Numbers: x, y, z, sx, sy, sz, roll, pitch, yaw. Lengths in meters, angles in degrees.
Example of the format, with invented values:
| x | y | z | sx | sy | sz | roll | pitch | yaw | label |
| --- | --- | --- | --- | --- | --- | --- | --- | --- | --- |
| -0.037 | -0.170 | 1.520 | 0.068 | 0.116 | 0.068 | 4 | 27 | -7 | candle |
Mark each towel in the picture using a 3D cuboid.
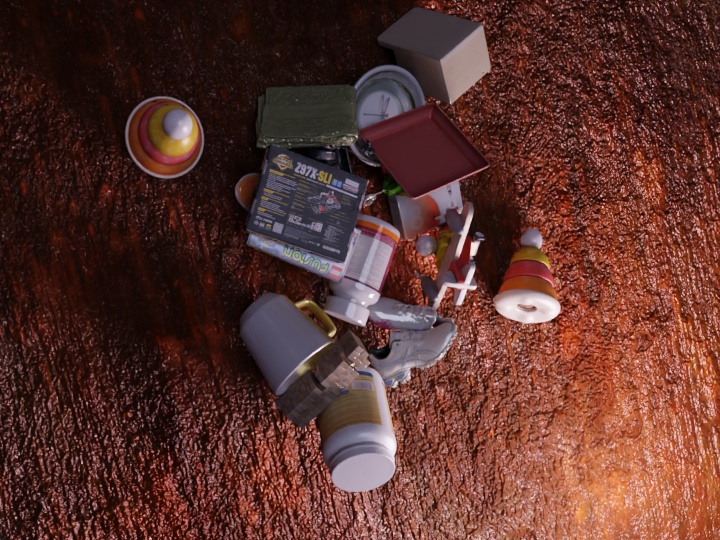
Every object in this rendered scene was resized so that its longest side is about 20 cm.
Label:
| x | y | z | sx | sy | sz | roll | pitch | yaw | label |
| --- | --- | --- | --- | --- | --- | --- | --- | --- | --- |
| -0.102 | -0.291 | 1.464 | 0.195 | 0.037 | 0.151 | -4 | 57 | 4 | towel |

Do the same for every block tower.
| x | y | z | sx | sy | sz | roll | pitch | yaw | label |
| --- | --- | --- | --- | --- | --- | --- | --- | --- | --- |
| -0.068 | 0.208 | 1.450 | 0.200 | 0.058 | 0.054 | -44 | 128 | 6 | block tower |

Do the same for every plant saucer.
| x | y | z | sx | sy | sz | roll | pitch | yaw | label |
| --- | --- | --- | --- | --- | --- | --- | --- | --- | --- |
| 0.122 | -0.231 | 1.529 | 0.197 | 0.037 | 0.201 | -24 | 61 | -24 | plant saucer |
| 0.042 | -0.316 | 1.577 | 0.196 | 0.050 | 0.205 | -11 | 112 | -29 | plant saucer |

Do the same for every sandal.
| x | y | z | sx | sy | sz | roll | pitch | yaw | label |
| --- | --- | --- | --- | --- | --- | --- | --- | --- | --- |
| -0.149 | -0.115 | 1.501 | 0.206 | 0.059 | 0.080 | 39 | 75 | -20 | sandal |

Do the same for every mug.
| x | y | z | sx | sy | sz | roll | pitch | yaw | label |
| --- | --- | --- | --- | --- | --- | --- | --- | --- | --- |
| -0.146 | 0.128 | 1.471 | 0.149 | 0.186 | 0.154 | -44 | 79 | 8 | mug |

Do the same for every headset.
| x | y | z | sx | sy | sz | roll | pitch | yaw | label |
| --- | --- | --- | --- | --- | --- | --- | --- | --- | --- |
| -0.068 | -0.207 | 1.487 | 0.195 | 0.094 | 0.126 | -13 | 100 | 9 | headset |

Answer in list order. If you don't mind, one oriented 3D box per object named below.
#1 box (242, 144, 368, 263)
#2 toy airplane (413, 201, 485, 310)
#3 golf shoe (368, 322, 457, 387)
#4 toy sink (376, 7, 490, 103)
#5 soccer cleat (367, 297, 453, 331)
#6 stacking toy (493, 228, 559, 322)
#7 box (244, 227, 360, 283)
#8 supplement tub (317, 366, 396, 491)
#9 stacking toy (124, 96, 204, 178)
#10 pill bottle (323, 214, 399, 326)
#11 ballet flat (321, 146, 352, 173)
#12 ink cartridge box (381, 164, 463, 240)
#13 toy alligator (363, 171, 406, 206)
| x | y | z | sx | sy | sz | roll | pitch | yaw | label |
| --- | --- | --- | --- | --- | --- | --- | --- | --- | --- |
| -0.099 | -0.119 | 1.418 | 0.196 | 0.049 | 0.163 | 17 | 85 | -14 | box |
| 0.177 | -0.026 | 1.587 | 0.138 | 0.199 | 0.204 | 19 | 79 | 1 | toy airplane |
| 0.103 | 0.154 | 1.567 | 0.199 | 0.079 | 0.098 | -37 | 108 | 18 | golf shoe |
| 0.150 | -0.443 | 1.596 | 0.130 | 0.199 | 0.113 | -42 | 136 | -19 | toy sink |
| 0.106 | 0.092 | 1.602 | 0.197 | 0.086 | 0.071 | 20 | 55 | -27 | soccer cleat |
| 0.378 | 0.002 | 1.723 | 0.144 | 0.145 | 0.204 | 23 | 64 | -23 | stacking toy |
| -0.108 | -0.063 | 1.460 | 0.196 | 0.035 | 0.112 | 22 | 86 | -14 | box |
| -0.009 | 0.300 | 1.478 | 0.141 | 0.202 | 0.147 | -6 | 134 | -6 | supplement tub |
| -0.324 | -0.242 | 1.340 | 0.143 | 0.199 | 0.150 | 0 | 91 | -25 | stacking toy |
| 0.000 | 0.000 | 1.544 | 0.108 | 0.109 | 0.204 | 23 | 81 | -23 | pill bottle |
| -0.045 | -0.205 | 1.550 | 0.065 | 0.057 | 0.205 | -17 | 98 | -22 | ballet flat |
| 0.130 | -0.187 | 1.613 | 0.160 | 0.050 | 0.204 | -24 | 117 | -23 | ink cartridge box |
| 0.078 | -0.184 | 1.551 | 0.197 | 0.060 | 0.055 | -22 | 56 | -22 | toy alligator |
